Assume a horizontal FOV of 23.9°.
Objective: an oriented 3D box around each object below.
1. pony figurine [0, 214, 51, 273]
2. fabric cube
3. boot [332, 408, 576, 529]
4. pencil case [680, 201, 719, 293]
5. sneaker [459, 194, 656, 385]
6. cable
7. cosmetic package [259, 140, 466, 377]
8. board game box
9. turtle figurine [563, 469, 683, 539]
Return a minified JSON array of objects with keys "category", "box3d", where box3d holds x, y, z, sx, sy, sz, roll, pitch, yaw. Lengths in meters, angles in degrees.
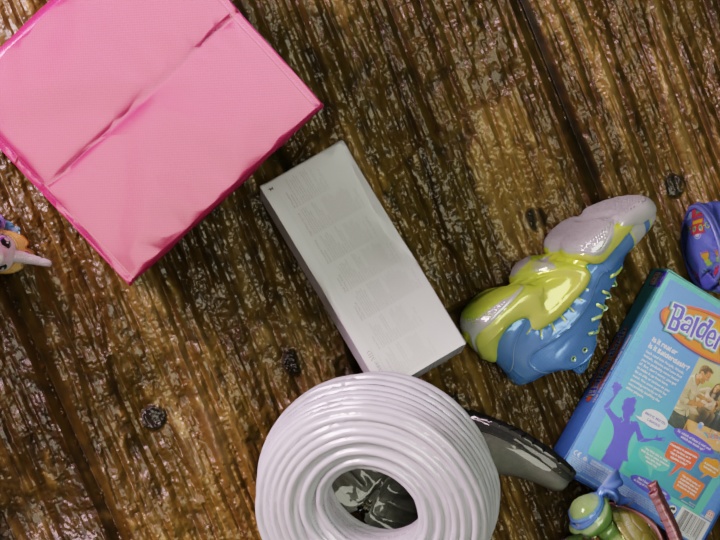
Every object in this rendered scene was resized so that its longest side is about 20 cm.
[{"category":"pony figurine","box3d":[-0.355,-0.017,1.318,0.193,0.200,0.167,10,96,5]},{"category":"fabric cube","box3d":[-0.177,-0.128,1.328,0.199,0.196,0.200,-43,99,-5]},{"category":"boot","box3d":[0.071,0.178,1.444,0.200,0.068,0.131,23,91,6]},{"category":"pencil case","box3d":[0.384,-0.026,1.491,0.200,0.078,0.087,-6,70,-9]},{"category":"sneaker","box3d":[0.185,0.023,1.468,0.200,0.076,0.105,-35,109,-1]},{"category":"cable","box3d":[0.011,0.181,1.372,0.200,0.069,0.200,-5,111,16]},{"category":"cosmetic package","box3d":[0.000,0.000,1.414,0.082,0.051,0.200,-29,81,-10]},{"category":"board game box","box3d":[0.277,0.121,1.493,0.152,0.045,0.200,31,87,-9]},{"category":"turtle figurine","box3d":[0.217,0.287,1.438,0.194,0.144,0.200,36,65,-22]}]
